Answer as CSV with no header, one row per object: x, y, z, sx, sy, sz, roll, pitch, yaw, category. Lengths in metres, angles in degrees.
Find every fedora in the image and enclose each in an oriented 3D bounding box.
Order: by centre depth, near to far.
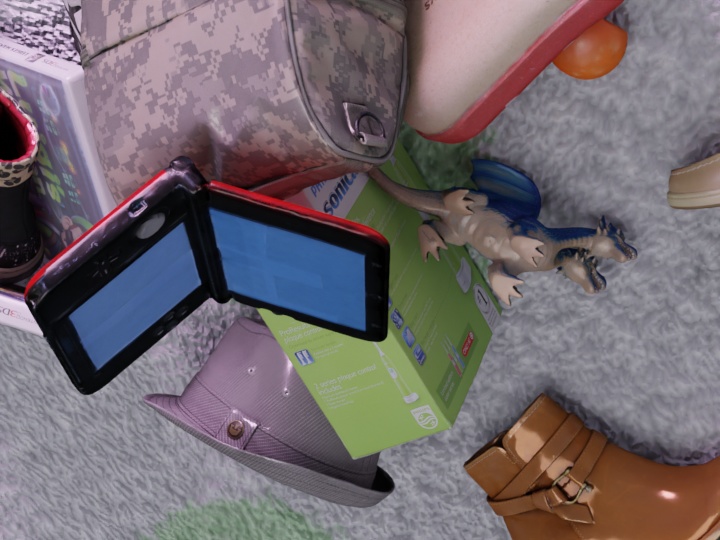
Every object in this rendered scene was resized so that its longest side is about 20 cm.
-0.052,0.092,1.334,0.199,0.176,0.091,28,96,39,fedora

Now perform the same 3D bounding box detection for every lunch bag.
-0.071,-0.118,1.106,0.199,0.169,0.139,-16,160,39,lunch bag

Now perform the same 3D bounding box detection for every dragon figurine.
0.085,-0.035,1.225,0.199,0.099,0.059,28,114,8,dragon figurine

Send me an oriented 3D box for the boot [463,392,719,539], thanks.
0.182,0.145,1.315,0.200,0.074,0.155,-41,87,20,boot

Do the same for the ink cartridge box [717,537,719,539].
0.265,0.248,1.354,0.200,0.059,0.104,-34,105,34,ink cartridge box

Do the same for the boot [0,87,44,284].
-0.295,-0.099,1.286,0.203,0.073,0.154,43,151,13,boot

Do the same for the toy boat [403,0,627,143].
0.111,-0.159,1.127,0.130,0.131,0.200,20,134,-31,toy boat

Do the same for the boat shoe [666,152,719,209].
0.272,-0.090,1.130,0.199,0.072,0.065,-21,91,40,boat shoe

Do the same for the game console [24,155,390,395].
-0.084,0.027,1.072,0.119,0.172,0.200,46,167,15,game console

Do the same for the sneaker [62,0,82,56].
-0.173,-0.190,1.227,0.066,0.090,0.201,-17,96,-14,sneaker

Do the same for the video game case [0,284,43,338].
-0.271,0.019,1.338,0.181,0.200,0.023,17,89,10,video game case

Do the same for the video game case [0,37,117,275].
-0.219,-0.066,1.298,0.181,0.023,0.201,23,134,47,video game case

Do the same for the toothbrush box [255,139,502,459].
0.000,0.000,1.239,0.086,0.146,0.201,-19,114,29,toothbrush box
